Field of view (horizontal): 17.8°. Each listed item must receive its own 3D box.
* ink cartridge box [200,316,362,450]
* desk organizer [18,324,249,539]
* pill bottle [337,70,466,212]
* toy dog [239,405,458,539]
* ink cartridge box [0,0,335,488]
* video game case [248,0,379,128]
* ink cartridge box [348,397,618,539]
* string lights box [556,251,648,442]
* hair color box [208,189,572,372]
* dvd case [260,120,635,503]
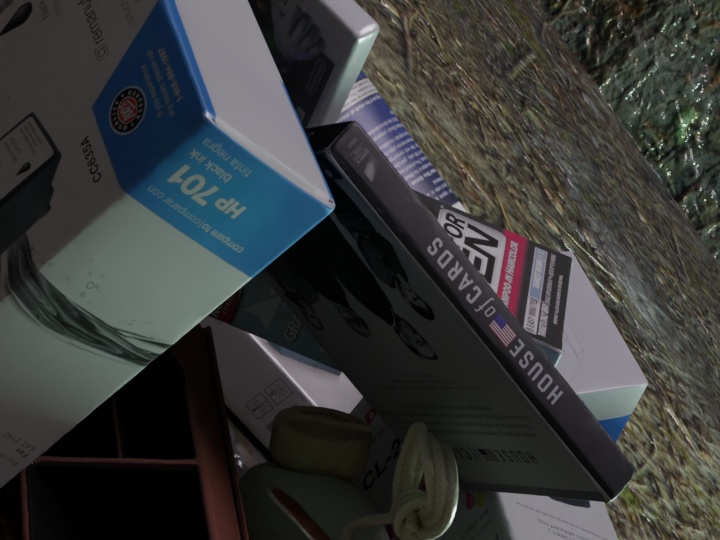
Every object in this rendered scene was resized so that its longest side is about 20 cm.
[{"bbox_3d":[-0.067,0.017,1.323,0.200,0.045,0.176,48,16,-15],"label":"ink cartridge box"},{"bbox_3d":[-0.103,0.074,1.004,0.077,0.072,0.200,58,9,-35],"label":"desk organizer"},{"bbox_3d":[0.003,-0.038,1.526,0.200,0.111,0.111,53,15,3],"label":"pill bottle"},{"bbox_3d":[-0.030,0.132,1.065,0.200,0.096,0.132,179,-88,-74],"label":"toy dog"},{"bbox_3d":[-0.125,-0.028,0.950,0.086,0.200,0.147,36,22,-43],"label":"ink cartridge box"},{"bbox_3d":[-0.087,-0.127,1.296,0.182,0.200,0.023,45,51,15],"label":"video game case"},{"bbox_3d":[0.046,0.143,1.160,0.083,0.146,0.200,24,28,-29],"label":"ink cartridge box"},{"bbox_3d":[0.086,0.095,1.324,0.059,0.200,0.103,-6,50,-26],"label":"string lights box"},{"bbox_3d":[0.000,0.000,1.130,0.200,0.061,0.099,22,28,-4],"label":"hair color box"},{"bbox_3d":[0.018,0.021,1.014,0.200,0.025,0.150,50,-22,-18],"label":"dvd case"}]
